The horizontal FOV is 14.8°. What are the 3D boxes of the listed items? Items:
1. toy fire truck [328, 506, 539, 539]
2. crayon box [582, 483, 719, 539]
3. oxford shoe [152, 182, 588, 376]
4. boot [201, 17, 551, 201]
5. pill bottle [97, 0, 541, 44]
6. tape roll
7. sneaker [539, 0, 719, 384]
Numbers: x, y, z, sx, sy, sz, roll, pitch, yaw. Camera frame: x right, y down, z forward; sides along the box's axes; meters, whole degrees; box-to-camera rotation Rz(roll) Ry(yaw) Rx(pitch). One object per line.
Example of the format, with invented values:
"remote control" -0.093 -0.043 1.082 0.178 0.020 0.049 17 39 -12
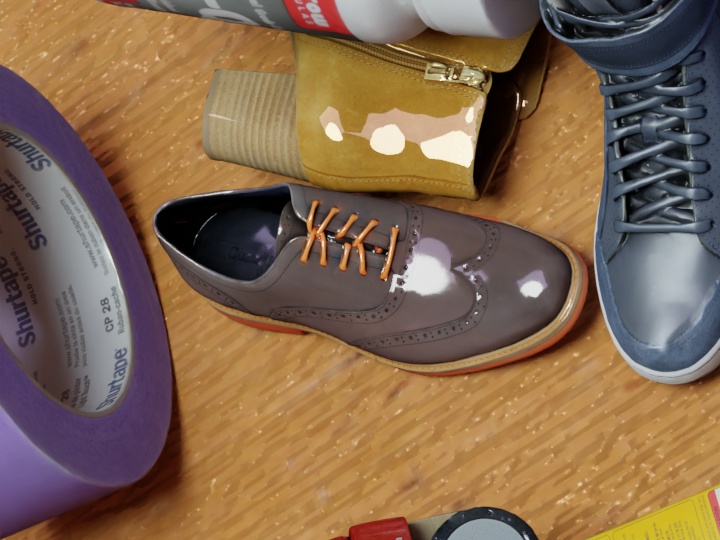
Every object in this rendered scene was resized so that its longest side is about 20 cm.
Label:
"toy fire truck" -0.015 0.203 1.082 0.199 0.129 0.177 -11 65 -6
"crayon box" 0.162 0.179 1.045 0.118 0.058 0.201 -25 63 20
"oxford shoe" 0.000 0.000 1.190 0.199 0.072 0.072 3 74 30
"boot" 0.019 -0.125 1.238 0.143 0.071 0.202 6 70 19
"pill bottle" -0.021 -0.156 1.157 0.199 0.114 0.115 11 78 26
"tape roll" -0.169 0.014 1.205 0.085 0.200 0.201 -24 63 20
"sneaker" 0.110 -0.066 1.111 0.076 0.146 0.204 -2 73 27
